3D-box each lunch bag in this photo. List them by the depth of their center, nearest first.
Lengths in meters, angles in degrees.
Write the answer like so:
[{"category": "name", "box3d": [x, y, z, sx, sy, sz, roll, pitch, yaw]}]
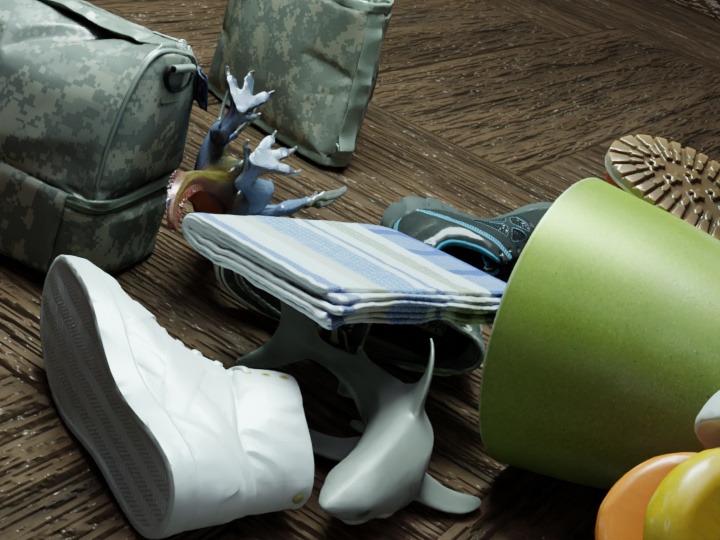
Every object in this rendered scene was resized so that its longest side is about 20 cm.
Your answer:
[{"category": "lunch bag", "box3d": [-0.216, -0.108, 0.916, 0.198, 0.170, 0.139, 26, 25, 16]}, {"category": "lunch bag", "box3d": [-0.044, -0.211, 1.274, 0.116, 0.166, 0.200, -3, 32, -38]}]

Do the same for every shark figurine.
[{"category": "shark figurine", "box3d": [0.012, 0.069, 0.805, 0.127, 0.090, 0.215, 11, 24, -24]}]

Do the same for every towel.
[{"category": "towel", "box3d": [0.000, 0.000, 0.833, 0.146, 0.024, 0.199, 28, 17, 38]}]

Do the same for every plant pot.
[{"category": "plant pot", "box3d": [0.201, 0.064, 0.794, 0.198, 0.190, 0.186, 21, 22, 28]}]

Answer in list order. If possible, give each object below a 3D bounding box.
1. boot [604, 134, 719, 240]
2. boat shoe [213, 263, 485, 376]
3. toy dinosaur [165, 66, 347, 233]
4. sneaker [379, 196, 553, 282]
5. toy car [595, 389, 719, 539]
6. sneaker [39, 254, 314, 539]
[{"category": "boot", "box3d": [0.233, -0.004, 0.901, 0.199, 0.107, 0.075, 38, 48, 2]}, {"category": "boat shoe", "box3d": [-0.005, 0.021, 0.914, 0.197, 0.071, 0.064, 16, 19, -10]}, {"category": "toy dinosaur", "box3d": [-0.106, -0.066, 0.950, 0.199, 0.182, 0.106, -28, 79, -35]}, {"category": "sneaker", "box3d": [0.116, -0.010, 1.087, 0.197, 0.074, 0.082, 1, 30, -14]}, {"category": "toy car", "box3d": [0.209, 0.164, 0.679, 0.199, 0.177, 0.150, 30, -19, -12]}, {"category": "sneaker", "box3d": [-0.102, 0.067, 0.751, 0.114, 0.074, 0.201, 1, 39, -39]}]
